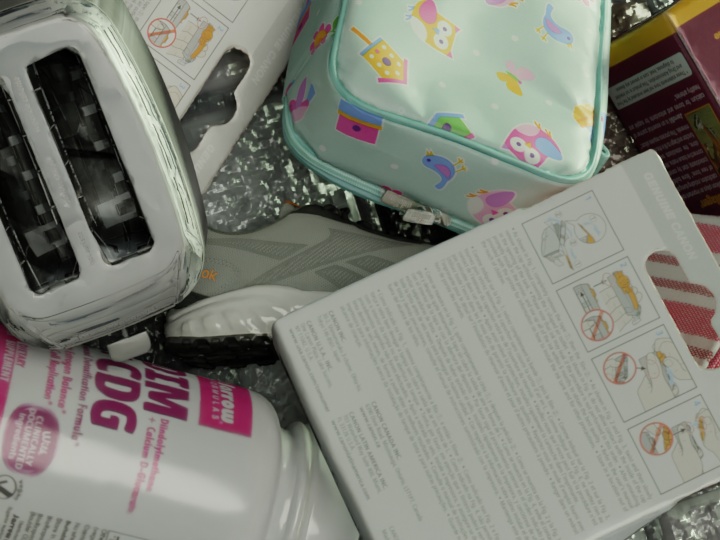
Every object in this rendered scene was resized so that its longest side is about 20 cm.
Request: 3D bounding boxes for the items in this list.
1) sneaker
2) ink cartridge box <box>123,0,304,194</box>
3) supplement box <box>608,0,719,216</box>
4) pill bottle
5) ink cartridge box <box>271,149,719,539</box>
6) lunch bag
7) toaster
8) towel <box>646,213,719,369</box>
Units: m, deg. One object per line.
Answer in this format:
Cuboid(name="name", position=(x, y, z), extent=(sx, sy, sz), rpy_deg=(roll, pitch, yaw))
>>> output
Cuboid(name="sneaker", position=(0.000, 0.000, 1.143), extent=(0.199, 0.074, 0.080), rpy_deg=(-3, 74, -1))
Cuboid(name="ink cartridge box", position=(-0.141, -0.130, 1.155), extent=(0.200, 0.050, 0.161), rpy_deg=(37, 74, -17))
Cuboid(name="supplement box", position=(0.219, -0.057, 1.206), extent=(0.085, 0.110, 0.201), rpy_deg=(-31, 92, -17))
Cuboid(name="pill bottle", position=(-0.105, 0.101, 1.094), extent=(0.199, 0.113, 0.114), rpy_deg=(16, 79, -14))
Cuboid(name="ink cartridge box", position=(0.080, 0.058, 1.057), extent=(0.199, 0.057, 0.163), rpy_deg=(-23, 69, -7))
Cuboid(name="lunch bag", position=(0.050, -0.107, 1.148), extent=(0.160, 0.077, 0.201), rpy_deg=(22, 49, -15))
Cuboid(name="toaster", position=(-0.140, -0.058, 1.054), extent=(0.113, 0.129, 0.201), rpy_deg=(-20, 105, -3))
Cuboid(name="towel", position=(0.118, 0.044, 1.143), extent=(0.200, 0.146, 0.030), rpy_deg=(-50, 130, -25))
